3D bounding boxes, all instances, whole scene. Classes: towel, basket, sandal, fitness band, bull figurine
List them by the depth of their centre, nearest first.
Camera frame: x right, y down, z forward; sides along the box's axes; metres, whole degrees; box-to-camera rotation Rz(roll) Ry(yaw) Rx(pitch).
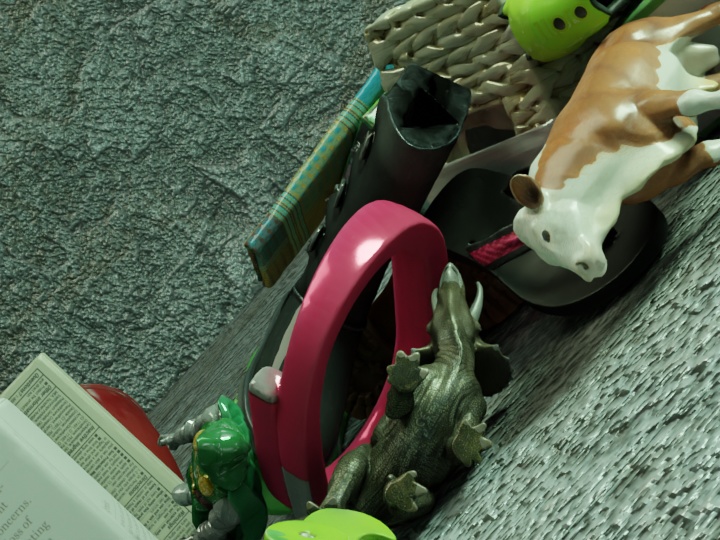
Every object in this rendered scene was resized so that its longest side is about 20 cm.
[{"bbox_3d":[0.144,-0.074,0.791,0.120,0.066,0.201,-11,31,26],"label":"bull figurine"},{"bbox_3d":[-0.002,0.053,0.857,0.144,0.037,0.201,-50,-27,-32],"label":"fitness band"},{"bbox_3d":[0.086,-0.026,0.868,0.075,0.045,0.199,-53,31,-11],"label":"sandal"},{"bbox_3d":[0.116,-0.144,1.004,0.135,0.125,0.199,-15,16,49],"label":"basket"},{"bbox_3d":[-0.018,-0.082,1.163,0.201,0.022,0.147,-53,-7,-9],"label":"towel"}]

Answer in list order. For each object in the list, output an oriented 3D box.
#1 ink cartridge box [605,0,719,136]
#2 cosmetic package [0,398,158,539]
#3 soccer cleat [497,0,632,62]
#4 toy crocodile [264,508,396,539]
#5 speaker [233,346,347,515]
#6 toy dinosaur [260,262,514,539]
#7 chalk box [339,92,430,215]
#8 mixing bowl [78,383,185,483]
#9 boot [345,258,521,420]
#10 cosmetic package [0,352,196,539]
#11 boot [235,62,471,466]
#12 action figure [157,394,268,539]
[{"bbox_3d":[0.242,-0.192,0.913,0.145,0.084,0.200,-42,8,48],"label":"ink cartridge box"},{"bbox_3d":[-0.205,0.207,0.970,0.168,0.200,0.166,-47,6,-8],"label":"cosmetic package"},{"bbox_3d":[0.152,-0.190,0.907,0.081,0.068,0.201,-18,30,50],"label":"soccer cleat"},{"bbox_3d":[-0.012,0.152,0.655,0.200,0.061,0.069,-103,17,-80],"label":"toy crocodile"},{"bbox_3d":[-0.049,0.100,1.108,0.088,0.088,0.200,-46,6,10],"label":"speaker"},{"bbox_3d":[0.020,0.095,0.797,0.201,0.076,0.102,-59,-11,-3],"label":"toy dinosaur"},{"bbox_3d":[0.067,-0.079,1.151,0.200,0.124,0.124,-49,-8,-25],"label":"chalk box"},{"bbox_3d":[-0.200,0.200,1.220,0.108,0.201,0.201,25,64,38],"label":"mixing bowl"},{"bbox_3d":[0.059,0.005,1.036,0.200,0.075,0.107,-45,1,35],"label":"boot"},{"bbox_3d":[-0.181,0.161,1.104,0.103,0.200,0.087,-46,5,-9],"label":"cosmetic package"},{"bbox_3d":[0.000,-0.001,0.923,0.201,0.065,0.166,-57,18,33],"label":"boot"},{"bbox_3d":[-0.082,0.121,0.896,0.054,0.120,0.200,-9,-20,-12],"label":"action figure"}]
